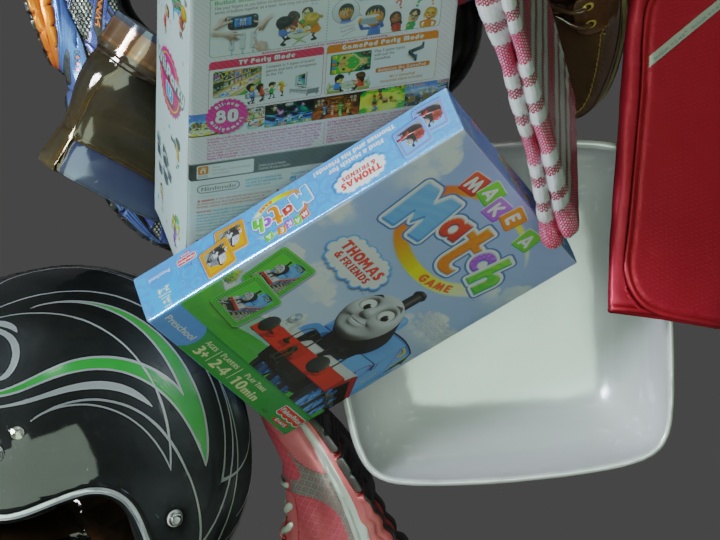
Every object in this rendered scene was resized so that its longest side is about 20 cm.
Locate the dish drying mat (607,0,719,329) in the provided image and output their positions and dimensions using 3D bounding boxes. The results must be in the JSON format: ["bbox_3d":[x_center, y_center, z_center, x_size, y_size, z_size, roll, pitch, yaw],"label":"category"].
[{"bbox_3d":[0.184,-0.070,1.258,0.077,0.018,0.200,9,80,-20],"label":"dish drying mat"}]

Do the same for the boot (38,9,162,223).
[{"bbox_3d":[-0.096,-0.063,1.269,0.200,0.075,0.097,34,92,-37],"label":"boot"}]

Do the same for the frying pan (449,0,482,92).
[{"bbox_3d":[-0.018,-0.161,1.309,0.190,0.031,0.115,23,86,9],"label":"frying pan"}]

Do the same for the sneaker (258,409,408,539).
[{"bbox_3d":[-0.023,0.163,1.317,0.087,0.074,0.200,-29,94,5],"label":"sneaker"}]

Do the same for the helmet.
[{"bbox_3d":[-0.158,0.097,1.257,0.190,0.200,0.200,4,95,-11],"label":"helmet"}]

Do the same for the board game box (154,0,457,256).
[{"bbox_3d":[-0.031,-0.100,1.160,0.147,0.064,0.200,-9,134,-17],"label":"board game box"}]

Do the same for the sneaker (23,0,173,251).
[{"bbox_3d":[-0.139,-0.108,1.299,0.078,0.075,0.200,-20,96,-1],"label":"sneaker"}]

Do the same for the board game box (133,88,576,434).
[{"bbox_3d":[0.000,0.000,1.195,0.200,0.151,0.037,-32,50,12],"label":"board game box"}]

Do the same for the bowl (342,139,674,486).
[{"bbox_3d":[0.083,0.022,1.303,0.199,0.075,0.200,-5,95,1],"label":"bowl"}]

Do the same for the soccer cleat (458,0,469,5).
[{"bbox_3d":[0.017,-0.240,1.285,0.067,0.076,0.200,-45,65,40],"label":"soccer cleat"}]

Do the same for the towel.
[{"bbox_3d":[0.081,-0.129,1.154,0.030,0.146,0.200,-12,121,12],"label":"towel"}]

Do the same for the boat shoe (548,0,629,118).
[{"bbox_3d":[0.115,-0.170,1.253,0.072,0.068,0.200,12,128,16],"label":"boat shoe"}]
